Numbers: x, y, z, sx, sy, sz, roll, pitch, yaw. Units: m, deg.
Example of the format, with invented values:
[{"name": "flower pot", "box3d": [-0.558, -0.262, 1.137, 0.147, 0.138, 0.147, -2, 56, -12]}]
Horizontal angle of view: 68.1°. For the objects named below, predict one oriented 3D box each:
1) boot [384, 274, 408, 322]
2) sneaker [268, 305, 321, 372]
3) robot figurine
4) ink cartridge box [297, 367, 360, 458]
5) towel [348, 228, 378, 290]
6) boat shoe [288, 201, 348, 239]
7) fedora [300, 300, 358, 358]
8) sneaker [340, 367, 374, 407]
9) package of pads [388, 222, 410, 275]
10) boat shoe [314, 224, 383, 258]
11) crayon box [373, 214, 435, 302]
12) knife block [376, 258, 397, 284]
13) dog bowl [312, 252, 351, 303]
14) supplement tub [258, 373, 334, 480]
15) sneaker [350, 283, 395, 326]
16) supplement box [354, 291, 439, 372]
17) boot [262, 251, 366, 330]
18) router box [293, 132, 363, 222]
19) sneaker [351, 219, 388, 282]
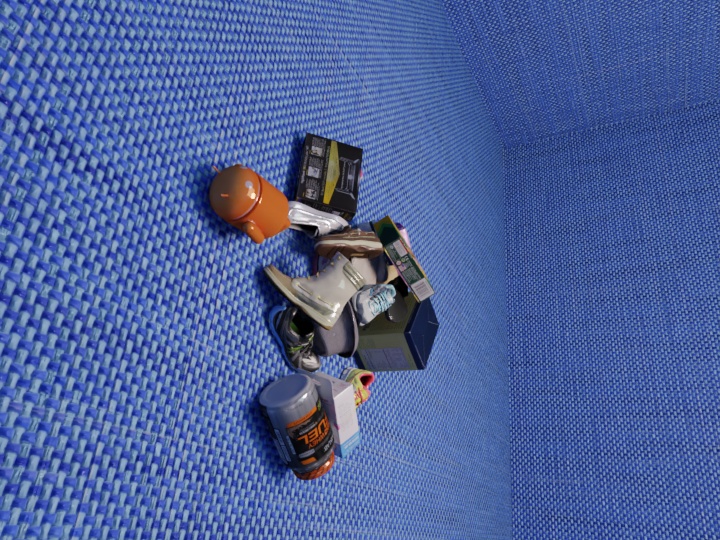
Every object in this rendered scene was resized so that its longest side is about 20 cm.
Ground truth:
[{"name": "boot", "box3d": [0.043, 0.102, 1.471, 0.069, 0.173, 0.200, 55, 27, -19]}, {"name": "sneaker", "box3d": [-0.136, 0.160, 1.206, 0.200, 0.082, 0.071, 66, 31, -32]}, {"name": "robot figurine", "box3d": [-0.223, -0.135, 1.079, 0.200, 0.116, 0.145, 35, 71, -55]}, {"name": "ink cartridge box", "box3d": [-0.072, 0.308, 1.212, 0.068, 0.115, 0.202, -26, 118, -43]}, {"name": "towel", "box3d": [0.000, 0.000, 1.412, 0.133, 0.034, 0.201, 45, 46, -48]}, {"name": "boat shoe", "box3d": [-0.113, -0.109, 1.313, 0.199, 0.073, 0.066, 15, 67, -36]}, {"name": "fedora", "box3d": [-0.087, 0.124, 1.271, 0.090, 0.176, 0.202, -19, 98, -32]}, {"name": "sneaker", "box3d": [-0.022, 0.325, 1.378, 0.079, 0.090, 0.200, 67, 32, -30]}, {"name": "package of pads", "box3d": [0.129, -0.052, 1.751, 0.121, 0.075, 0.201, -122, -166, -70]}, {"name": "boat shoe", "box3d": [-0.035, -0.074, 1.323, 0.201, 0.075, 0.075, 4, 62, -43]}, {"name": "crayon box", "box3d": [0.120, -0.035, 1.474, 0.201, 0.058, 0.173, 55, 9, -26]}, {"name": "knife block", "box3d": [0.055, 0.038, 1.636, 0.175, 0.064, 0.202, -9, 91, -62]}, {"name": "dog bowl", "box3d": [-0.055, 0.007, 1.418, 0.200, 0.073, 0.202, 25, 61, -58]}, {"name": "supplement tub", "box3d": [-0.129, 0.333, 1.132, 0.123, 0.122, 0.201, -49, 126, -56]}, {"name": "sneaker", "box3d": [0.035, 0.071, 1.305, 0.200, 0.086, 0.078, -51, 126, -67]}, {"name": "supplement box", "box3d": [0.096, 0.174, 1.527, 0.135, 0.198, 0.200, 68, 30, -26]}, {"name": "boot", "box3d": [-0.102, 0.015, 1.189, 0.200, 0.072, 0.155, 40, 81, -4]}, {"name": "router box", "box3d": [-0.081, -0.238, 1.359, 0.156, 0.052, 0.201, 14, 64, -16]}, {"name": "sneaker", "box3d": [0.029, -0.050, 1.541, 0.077, 0.080, 0.201, 80, -4, -60]}]
